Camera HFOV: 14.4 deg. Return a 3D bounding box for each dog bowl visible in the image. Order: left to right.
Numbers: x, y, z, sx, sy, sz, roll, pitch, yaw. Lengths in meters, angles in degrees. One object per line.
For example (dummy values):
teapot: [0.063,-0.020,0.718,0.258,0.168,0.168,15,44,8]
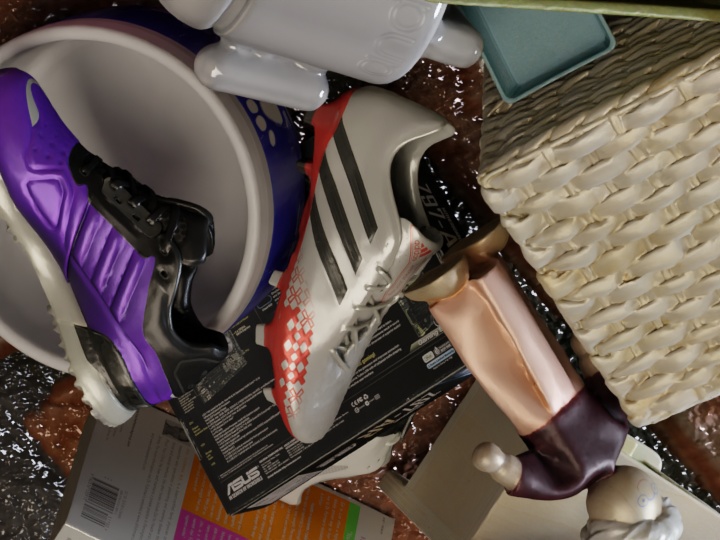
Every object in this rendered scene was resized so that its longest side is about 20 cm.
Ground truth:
dog bowl: [-0.134,-0.045,1.587,0.200,0.079,0.200,6,107,19]

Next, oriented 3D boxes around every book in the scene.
book: [-0.082,0.162,1.719,0.200,0.134,0.048,28,122,-11]

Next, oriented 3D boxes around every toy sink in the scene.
toy sink: [0.112,0.133,1.679,0.130,0.200,0.112,33,90,-15]

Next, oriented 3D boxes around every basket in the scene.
basket: [0.190,-0.055,1.538,0.200,0.161,0.198,-26,115,19]

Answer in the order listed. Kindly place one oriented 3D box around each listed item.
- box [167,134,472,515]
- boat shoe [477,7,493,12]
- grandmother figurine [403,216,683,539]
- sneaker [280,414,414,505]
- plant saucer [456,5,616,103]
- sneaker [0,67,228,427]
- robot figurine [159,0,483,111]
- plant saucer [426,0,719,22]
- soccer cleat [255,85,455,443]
box: [-0.029,0.024,1.629,0.200,0.044,0.160,-35,77,24]
boat shoe: [0.112,-0.178,1.521,0.201,0.073,0.063,-20,123,26]
grandmother figurine: [0.104,0.076,1.532,0.200,0.121,0.061,54,151,-8]
sneaker: [0.004,0.072,1.698,0.200,0.074,0.088,-35,128,26]
plant saucer: [0.064,-0.191,1.497,0.070,0.019,0.200,-27,87,23]
sneaker: [-0.129,-0.025,1.516,0.099,0.070,0.200,-21,99,16]
robot figurine: [-0.026,-0.164,1.439,0.200,0.113,0.170,15,103,-18]
plant saucer: [0.091,-0.217,1.419,0.200,0.200,0.048,1,166,-30]
soccer cleat: [0.000,0.000,1.553,0.085,0.069,0.200,12,94,24]
